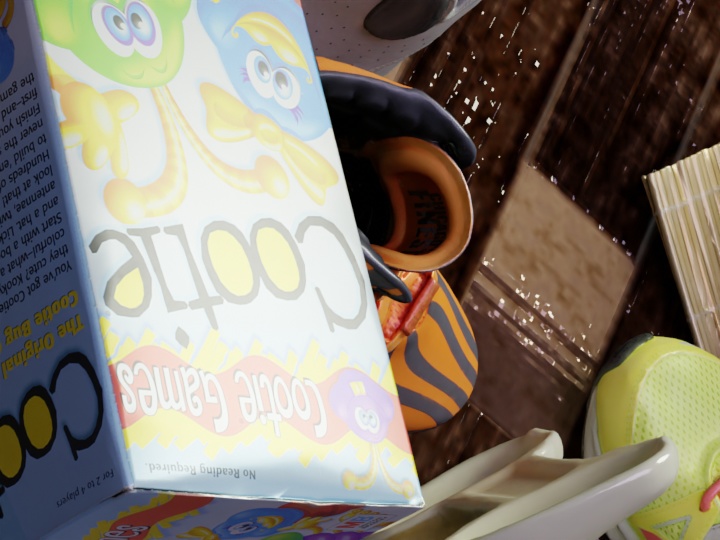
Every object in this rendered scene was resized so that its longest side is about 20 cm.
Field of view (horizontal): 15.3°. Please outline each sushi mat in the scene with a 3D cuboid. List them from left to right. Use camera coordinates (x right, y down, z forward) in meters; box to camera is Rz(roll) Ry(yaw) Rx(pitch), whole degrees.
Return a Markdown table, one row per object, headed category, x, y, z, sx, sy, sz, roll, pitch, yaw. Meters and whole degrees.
| category | x | y | z | sx | sy | sz | roll | pitch | yaw |
| --- | --- | --- | --- | --- | --- | --- | --- | --- | --- |
| sushi mat | 0.168 | 0.047 | 1.037 | 0.095 | 0.012 | 0.201 | -15 | 87 | -39 |

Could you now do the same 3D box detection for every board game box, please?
| category | x | y | z | sx | sy | sz | roll | pitch | yaw |
| --- | --- | --- | --- | --- | --- | --- | --- | --- | --- |
| board game box | -0.073 | -0.015 | 0.710 | 0.103 | 0.105 | 0.201 | 9 | 60 | -44 |

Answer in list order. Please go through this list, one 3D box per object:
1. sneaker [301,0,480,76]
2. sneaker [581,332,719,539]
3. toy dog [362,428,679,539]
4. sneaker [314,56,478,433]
| category | x | y | z | sx | sy | sz | roll | pitch | yaw |
| --- | --- | --- | --- | --- | --- | --- | --- | --- | --- |
| sneaker | -0.037 | -0.113 | 0.841 | 0.200 | 0.115 | 0.075 | 14 | 60 | -44 |
| sneaker | 0.157 | 0.105 | 0.954 | 0.078 | 0.090 | 0.200 | -37 | 96 | -23 |
| toy dog | 0.060 | 0.173 | 0.845 | 0.194 | 0.139 | 0.201 | -29 | 96 | -25 |
| sneaker | 0.000 | 0.000 | 0.837 | 0.200 | 0.112 | 0.078 | 40 | 67 | -43 |
